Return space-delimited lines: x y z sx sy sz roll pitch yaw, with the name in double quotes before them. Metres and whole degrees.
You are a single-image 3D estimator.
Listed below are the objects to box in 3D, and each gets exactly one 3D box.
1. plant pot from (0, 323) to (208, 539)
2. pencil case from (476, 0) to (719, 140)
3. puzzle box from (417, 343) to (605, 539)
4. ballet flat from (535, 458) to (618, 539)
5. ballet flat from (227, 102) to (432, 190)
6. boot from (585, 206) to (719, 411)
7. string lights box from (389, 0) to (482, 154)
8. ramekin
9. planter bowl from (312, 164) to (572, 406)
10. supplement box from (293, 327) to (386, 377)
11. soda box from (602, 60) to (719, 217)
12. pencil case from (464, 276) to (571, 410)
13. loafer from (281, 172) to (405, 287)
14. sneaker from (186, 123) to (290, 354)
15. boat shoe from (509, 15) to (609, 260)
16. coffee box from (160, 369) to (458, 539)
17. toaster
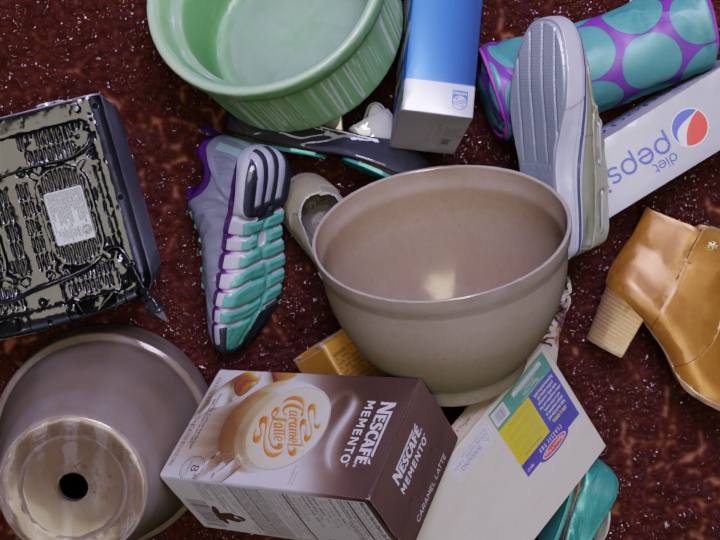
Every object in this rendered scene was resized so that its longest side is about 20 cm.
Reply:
"plant pot" -0.226 0.158 0.980 0.200 0.174 0.200 0 98 -2
"pencil case" 0.198 -0.184 1.001 0.200 0.085 0.093 -19 77 1
"puzzle box" 0.114 0.173 0.966 0.200 0.025 0.133 -46 120 -21
"ballet flat" 0.186 0.265 1.069 0.070 0.067 0.200 19 98 -19
"ballet flat" -0.015 -0.119 1.009 0.200 0.073 0.073 15 96 -2
"boot" 0.316 0.040 1.041 0.201 0.071 0.144 27 98 -1
"string lights box" 0.066 -0.207 0.956 0.059 0.103 0.200 6 78 -3
"ramekin" -0.062 -0.211 0.942 0.200 0.098 0.200 -6 70 16
"planter bowl" 0.070 0.021 0.929 0.200 0.200 0.135 -10 123 -1
"supplement box" 0.028 0.139 1.005 0.069 0.067 0.200 -35 91 -32
"soda box" 0.248 -0.107 1.021 0.200 0.068 0.064 -32 99 1
"pencil case" 0.140 0.102 1.037 0.089 0.078 0.200 5 97 -9
"loafer" 0.000 0.000 1.022 0.076 0.068 0.200 -44 97 3
"sneaker" -0.115 -0.027 1.018 0.087 0.074 0.200 29 120 30
"boat shoe" 0.166 -0.107 0.951 0.062 0.072 0.200 -14 112 -31
"coffee box" -0.041 0.146 0.918 0.200 0.114 0.080 -1 136 33
"toaster" -0.269 -0.037 0.979 0.180 0.119 0.200 -15 97 0
